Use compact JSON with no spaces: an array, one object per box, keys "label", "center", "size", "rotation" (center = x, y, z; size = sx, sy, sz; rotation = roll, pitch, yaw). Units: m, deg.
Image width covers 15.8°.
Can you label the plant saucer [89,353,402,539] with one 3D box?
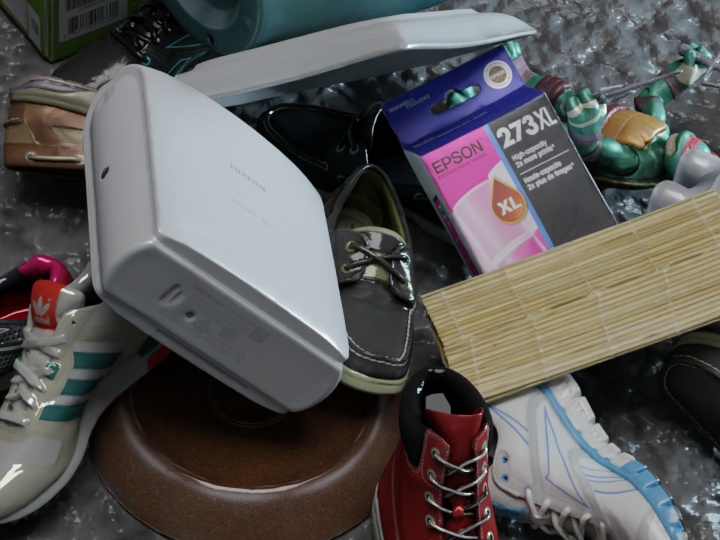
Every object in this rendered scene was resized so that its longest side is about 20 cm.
[{"label":"plant saucer","center":[-0.068,0.084,1.581],"size":[0.199,0.035,0.201],"rotation":[2,47,-2]}]

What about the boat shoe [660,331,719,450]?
[{"label":"boat shoe","center":[0.254,0.113,1.549],"size":[0.201,0.072,0.066],"rotation":[38,52,21]}]

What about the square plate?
[{"label":"square plate","center":[-0.014,-0.137,1.664],"size":[0.197,0.029,0.200],"rotation":[-11,2,29]}]

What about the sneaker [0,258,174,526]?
[{"label":"sneaker","center":[-0.184,0.056,1.528],"size":[0.070,0.094,0.200],"rotation":[17,56,41]}]

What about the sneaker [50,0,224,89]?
[{"label":"sneaker","center":[-0.134,-0.167,1.777],"size":[0.200,0.080,0.075],"rotation":[-32,57,-29]}]

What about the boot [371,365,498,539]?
[{"label":"boot","center":[0.055,0.158,1.446],"size":[0.072,0.145,0.201],"rotation":[-6,51,-15]}]

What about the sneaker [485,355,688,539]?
[{"label":"sneaker","center":[0.122,0.136,1.533],"size":[0.086,0.075,0.200],"rotation":[-25,45,-18]}]

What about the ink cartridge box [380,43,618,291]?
[{"label":"ink cartridge box","center":[0.101,-0.042,1.643],"size":[0.094,0.037,0.201],"rotation":[-27,80,-12]}]

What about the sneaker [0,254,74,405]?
[{"label":"sneaker","center":[-0.257,0.054,1.561],"size":[0.200,0.075,0.081],"rotation":[-32,57,-29]}]

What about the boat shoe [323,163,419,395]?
[{"label":"boat shoe","center":[0.001,0.000,1.609],"size":[0.071,0.066,0.201],"rotation":[16,29,-14]}]

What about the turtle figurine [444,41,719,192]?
[{"label":"turtle figurine","center":[0.166,-0.101,1.727],"size":[0.199,0.101,0.150],"rotation":[13,19,27]}]

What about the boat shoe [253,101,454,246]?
[{"label":"boat shoe","center":[0.019,-0.077,1.715],"size":[0.199,0.066,0.075],"rotation":[27,51,19]}]

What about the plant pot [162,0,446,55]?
[{"label":"plant pot","center":[-0.037,-0.235,1.692],"size":[0.188,0.201,0.200],"rotation":[-31,57,-30]}]

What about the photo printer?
[{"label":"photo printer","center":[-0.088,-0.027,1.540],"size":[0.166,0.069,0.200],"rotation":[35,26,-30]}]

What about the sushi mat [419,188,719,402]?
[{"label":"sushi mat","center":[0.140,0.018,1.576],"size":[0.199,0.012,0.096],"rotation":[-20,47,4]}]

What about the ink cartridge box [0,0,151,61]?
[{"label":"ink cartridge box","center":[-0.209,-0.258,1.854],"size":[0.147,0.076,0.200],"rotation":[-24,55,-25]}]

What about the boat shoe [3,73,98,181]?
[{"label":"boat shoe","center":[-0.140,-0.067,1.698],"size":[0.199,0.076,0.072],"rotation":[16,81,-2]}]

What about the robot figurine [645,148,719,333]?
[{"label":"robot figurine","center":[0.277,-0.003,1.639],"size":[0.199,0.113,0.170],"rotation":[27,49,19]}]
